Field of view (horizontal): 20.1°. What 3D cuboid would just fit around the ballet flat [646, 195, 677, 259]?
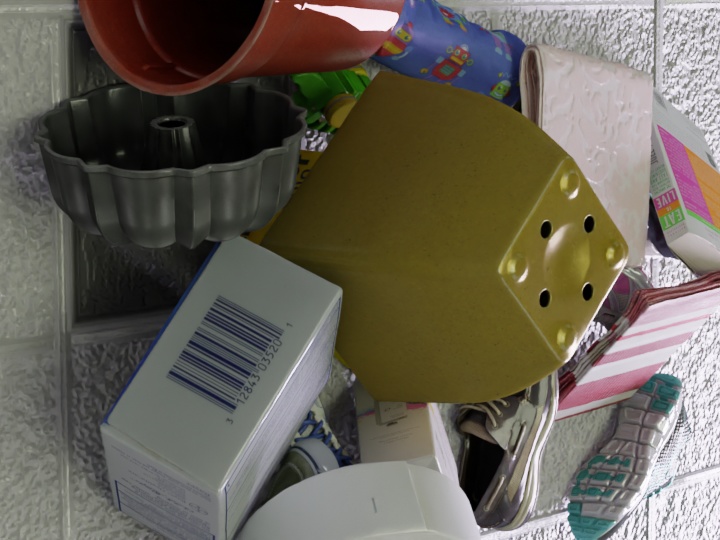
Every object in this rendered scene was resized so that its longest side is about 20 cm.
[{"bbox_3d":[0.271,-0.061,1.990,0.200,0.073,0.073,42,66,-38],"label":"ballet flat"}]

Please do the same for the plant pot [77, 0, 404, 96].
[{"bbox_3d":[-0.077,-0.228,1.535,0.195,0.200,0.202,-2,97,-53],"label":"plant pot"}]

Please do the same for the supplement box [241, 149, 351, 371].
[{"bbox_3d":[0.000,0.000,1.688,0.200,0.109,0.109,44,65,-40],"label":"supplement box"}]

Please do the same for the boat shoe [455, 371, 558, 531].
[{"bbox_3d":[0.131,0.142,1.865,0.073,0.074,0.201,4,91,-46],"label":"boat shoe"}]

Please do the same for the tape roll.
[{"bbox_3d":[0.001,0.239,1.586,0.202,0.202,0.071,38,25,-41],"label":"tape roll"}]

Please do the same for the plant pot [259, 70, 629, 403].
[{"bbox_3d":[0.084,-0.018,1.551,0.196,0.199,0.195,52,60,-35],"label":"plant pot"}]

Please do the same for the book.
[{"bbox_3d":[0.314,-0.084,1.963,0.133,0.048,0.201,34,34,-44],"label":"book"}]

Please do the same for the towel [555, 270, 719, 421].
[{"bbox_3d":[0.262,0.073,1.931,0.144,0.200,0.023,-10,59,-41],"label":"towel"}]

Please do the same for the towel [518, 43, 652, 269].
[{"bbox_3d":[0.202,-0.098,1.827,0.200,0.032,0.192,4,87,-54],"label":"towel"}]

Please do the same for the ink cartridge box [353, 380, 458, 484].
[{"bbox_3d":[0.042,0.162,1.739,0.200,0.067,0.117,-94,167,-65],"label":"ink cartridge box"}]

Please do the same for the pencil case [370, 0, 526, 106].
[{"bbox_3d":[0.061,-0.200,1.747,0.200,0.087,0.078,23,117,-44],"label":"pencil case"}]

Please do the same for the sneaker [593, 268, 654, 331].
[{"bbox_3d":[0.206,0.015,1.927,0.200,0.081,0.088,45,66,-30],"label":"sneaker"}]

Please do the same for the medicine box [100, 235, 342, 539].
[{"bbox_3d":[-0.104,0.100,1.532,0.183,0.103,0.200,-59,172,-22],"label":"medicine box"}]

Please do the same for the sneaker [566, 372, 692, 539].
[{"bbox_3d":[0.279,0.203,2.026,0.200,0.077,0.091,-53,133,-24],"label":"sneaker"}]

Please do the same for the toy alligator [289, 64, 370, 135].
[{"bbox_3d":[0.000,-0.136,1.715,0.200,0.059,0.054,9,132,-48],"label":"toy alligator"}]

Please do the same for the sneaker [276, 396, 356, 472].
[{"bbox_3d":[-0.034,0.155,1.691,0.075,0.088,0.201,-36,118,-34],"label":"sneaker"}]

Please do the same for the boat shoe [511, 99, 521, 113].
[{"bbox_3d":[0.116,-0.091,1.825,0.073,0.063,0.201,32,72,-43],"label":"boat shoe"}]

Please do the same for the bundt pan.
[{"bbox_3d":[-0.137,-0.074,1.487,0.201,0.201,0.076,-23,122,-41],"label":"bundt pan"}]

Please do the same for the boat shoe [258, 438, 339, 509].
[{"bbox_3d":[-0.063,0.226,1.646,0.062,0.072,0.201,-14,130,-36],"label":"boat shoe"}]
